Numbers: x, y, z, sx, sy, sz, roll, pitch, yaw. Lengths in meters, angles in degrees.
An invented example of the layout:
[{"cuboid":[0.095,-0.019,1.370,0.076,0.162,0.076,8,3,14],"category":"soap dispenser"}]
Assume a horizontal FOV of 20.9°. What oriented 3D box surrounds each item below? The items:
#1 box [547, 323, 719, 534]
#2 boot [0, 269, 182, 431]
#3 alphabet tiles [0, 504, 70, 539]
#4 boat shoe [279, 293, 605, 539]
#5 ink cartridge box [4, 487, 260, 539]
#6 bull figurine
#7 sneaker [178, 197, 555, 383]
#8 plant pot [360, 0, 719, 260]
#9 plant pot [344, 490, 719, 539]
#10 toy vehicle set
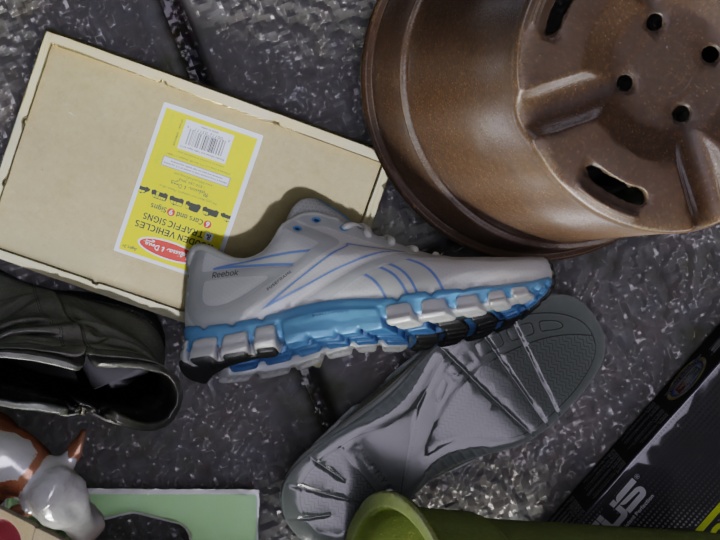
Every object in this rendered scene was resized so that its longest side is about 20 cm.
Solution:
[{"cuboid":[0.219,0.136,1.107,0.160,0.044,0.200,41,93,-11],"category":"box"},{"cuboid":[-0.191,0.036,1.001,0.200,0.131,0.068,7,98,-8],"category":"boot"},{"cuboid":[-0.140,0.233,0.944,0.167,0.008,0.200,23,106,21],"category":"alphabet tiles"},{"cuboid":[0.042,0.079,1.074,0.202,0.065,0.074,-36,99,-4],"category":"boat shoe"},{"cuboid":[-0.128,0.221,1.082,0.145,0.048,0.200,1,84,-7],"category":"ink cartridge box"},{"cuboid":[-0.227,0.096,1.006,0.200,0.121,0.065,15,77,-7],"category":"bull figurine"},{"cuboid":[0.000,0.000,1.014,0.200,0.075,0.087,-8,73,2],"category":"sneaker"},{"cuboid":[0.118,-0.097,0.967,0.200,0.198,0.200,-1,95,-12],"category":"plant pot"},{"cuboid":[0.108,0.204,1.001,0.190,0.200,0.200,-4,100,-19],"category":"plant pot"},{"cuboid":[-0.094,-0.038,1.052,0.200,0.027,0.124,20,97,-9],"category":"toy vehicle set"}]
